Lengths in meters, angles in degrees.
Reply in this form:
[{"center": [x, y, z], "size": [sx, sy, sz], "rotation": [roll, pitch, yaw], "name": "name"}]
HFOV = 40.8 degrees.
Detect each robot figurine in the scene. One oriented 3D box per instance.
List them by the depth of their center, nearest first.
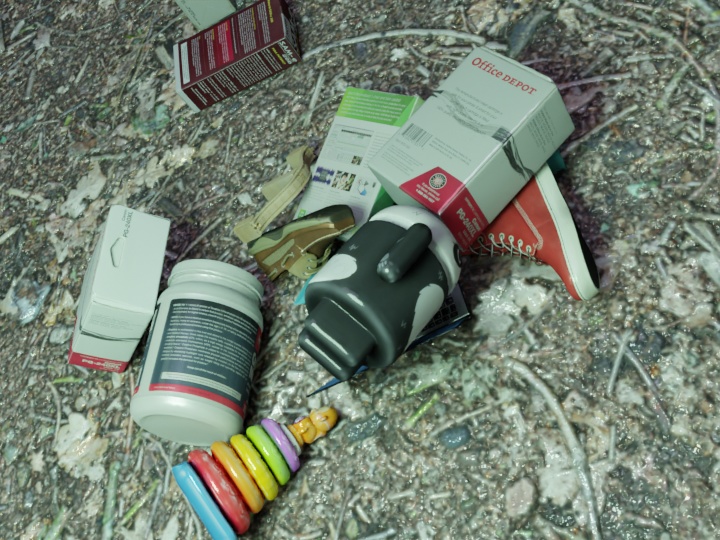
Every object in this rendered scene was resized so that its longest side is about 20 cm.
[{"center": [0.023, 0.022, 1.019], "size": [0.149, 0.126, 0.200], "rotation": [3, 42, 49], "name": "robot figurine"}]

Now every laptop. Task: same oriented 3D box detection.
[{"center": [0.022, 0.048, 1.132], "size": [0.186, 0.116, 0.202], "rotation": [-25, 53, 12], "name": "laptop"}]

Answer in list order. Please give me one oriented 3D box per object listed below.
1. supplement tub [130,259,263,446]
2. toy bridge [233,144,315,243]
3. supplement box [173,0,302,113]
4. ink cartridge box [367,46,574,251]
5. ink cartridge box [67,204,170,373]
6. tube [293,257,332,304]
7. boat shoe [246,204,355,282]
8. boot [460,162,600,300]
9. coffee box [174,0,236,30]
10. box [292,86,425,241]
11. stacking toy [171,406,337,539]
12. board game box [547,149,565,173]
[{"center": [-0.198, 0.103, 1.203], "size": [0.139, 0.140, 0.202], "rotation": [-5, 60, 26], "name": "supplement tub"}, {"center": [-0.101, -0.113, 1.294], "size": [0.067, 0.027, 0.201], "rotation": [-22, 25, 36], "name": "toy bridge"}, {"center": [-0.195, -0.342, 1.522], "size": [0.198, 0.061, 0.110], "rotation": [-22, 54, 17], "name": "supplement box"}, {"center": [0.130, -0.146, 1.134], "size": [0.200, 0.083, 0.145], "rotation": [-46, 46, -4], "name": "ink cartridge box"}, {"center": [-0.323, 0.028, 1.285], "size": [0.200, 0.082, 0.147], "rotation": [132, 147, -53], "name": "ink cartridge box"}, {"center": [0.000, 0.000, 1.192], "size": [0.199, 0.051, 0.078], "rotation": [-15, 30, 44], "name": "tube"}, {"center": [-0.068, -0.031, 1.229], "size": [0.075, 0.075, 0.199], "rotation": [-24, 4, -35], "name": "boat shoe"}, {"center": [0.185, -0.022, 1.116], "size": [0.143, 0.073, 0.201], "rotation": [-27, 44, 12], "name": "boot"}, {"center": [-0.282, -0.526, 1.647], "size": [0.079, 0.113, 0.202], "rotation": [-24, 54, 14], "name": "coffee box"}, {"center": [0.000, -0.137, 1.264], "size": [0.144, 0.036, 0.202], "rotation": [20, 87, 47], "name": "box"}, {"center": [-0.109, 0.216, 1.120], "size": [0.199, 0.116, 0.110], "rotation": [-34, 87, -16], "name": "stacking toy"}, {"center": [0.139, -0.150, 1.231], "size": [0.198, 0.047, 0.152], "rotation": [-27, 52, 12], "name": "board game box"}]
